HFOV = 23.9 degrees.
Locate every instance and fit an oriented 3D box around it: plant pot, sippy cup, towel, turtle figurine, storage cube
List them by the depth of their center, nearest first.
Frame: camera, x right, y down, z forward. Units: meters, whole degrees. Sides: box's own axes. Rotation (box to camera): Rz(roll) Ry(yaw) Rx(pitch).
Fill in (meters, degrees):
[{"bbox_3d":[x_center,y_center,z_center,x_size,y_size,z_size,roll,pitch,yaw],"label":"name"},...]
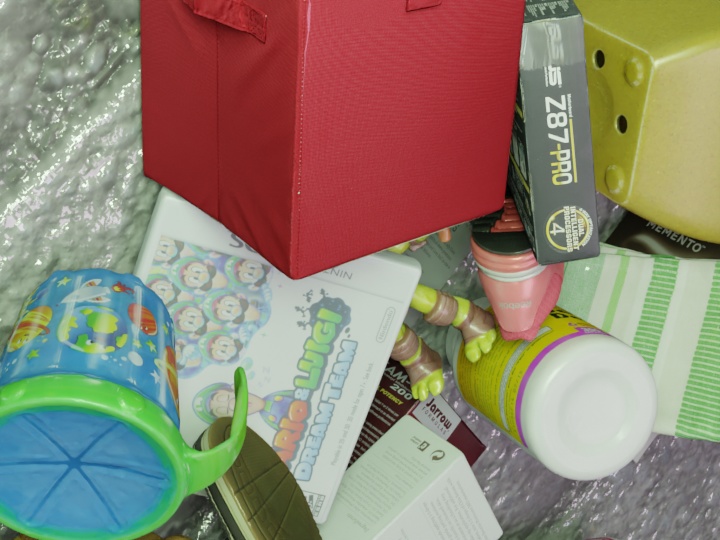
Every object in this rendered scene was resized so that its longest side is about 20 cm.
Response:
[{"bbox_3d":[-0.166,0.074,1.031,0.177,0.131,0.139,32,127,-27],"label":"sippy cup"},{"bbox_3d":[-0.017,-0.127,1.038,0.199,0.170,0.182,-18,126,-35],"label":"storage cube"},{"bbox_3d":[0.009,0.025,1.196,0.200,0.064,0.161,-46,123,6],"label":"turtle figurine"},{"bbox_3d":[0.245,-0.133,1.280,0.198,0.195,0.196,-8,119,-30],"label":"plant pot"},{"bbox_3d":[0.241,0.055,1.341,0.023,0.198,0.154,49,53,-57],"label":"towel"}]

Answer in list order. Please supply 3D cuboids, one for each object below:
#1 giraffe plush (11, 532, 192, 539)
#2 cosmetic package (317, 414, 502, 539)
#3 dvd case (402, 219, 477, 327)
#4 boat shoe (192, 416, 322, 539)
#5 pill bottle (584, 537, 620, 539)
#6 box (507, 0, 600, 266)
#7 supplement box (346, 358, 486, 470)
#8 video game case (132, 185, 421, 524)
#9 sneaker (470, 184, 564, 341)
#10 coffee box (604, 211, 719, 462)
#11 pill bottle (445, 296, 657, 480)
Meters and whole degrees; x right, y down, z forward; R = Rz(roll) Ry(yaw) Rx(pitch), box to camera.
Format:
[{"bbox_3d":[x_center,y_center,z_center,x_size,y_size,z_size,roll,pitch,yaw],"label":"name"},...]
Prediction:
[{"bbox_3d":[-0.194,0.225,1.097,0.163,0.171,0.201,53,57,-34],"label":"giraffe plush"},{"bbox_3d":[0.000,0.214,1.240,0.200,0.071,0.102,-41,132,-17],"label":"cosmetic package"},{"bbox_3d":[0.000,0.000,1.238,0.201,0.025,0.150,-52,137,-7],"label":"dvd case"},{"bbox_3d":[-0.059,0.194,1.130,0.202,0.066,0.072,57,31,-8],"label":"boat shoe"},{"bbox_3d":[0.163,0.302,1.502,0.199,0.113,0.114,0,114,-44],"label":"pill bottle"},{"bbox_3d":[0.119,-0.116,1.148,0.049,0.200,0.163,-9,112,1],"label":"box"},{"bbox_3d":[-0.002,0.177,1.312,0.200,0.061,0.109,-51,136,-9],"label":"supplement box"},{"bbox_3d":[-0.076,0.061,1.132,0.180,0.024,0.202,16,109,-16],"label":"video game case"},{"bbox_3d":[0.114,-0.012,1.234,0.200,0.073,0.088,-61,147,-66],"label":"sneaker"},{"bbox_3d":[0.237,0.041,1.420,0.201,0.113,0.080,-52,138,-8],"label":"coffee box"},{"bbox_3d":[0.132,0.077,1.269,0.103,0.200,0.106,-5,104,-19],"label":"pill bottle"}]
